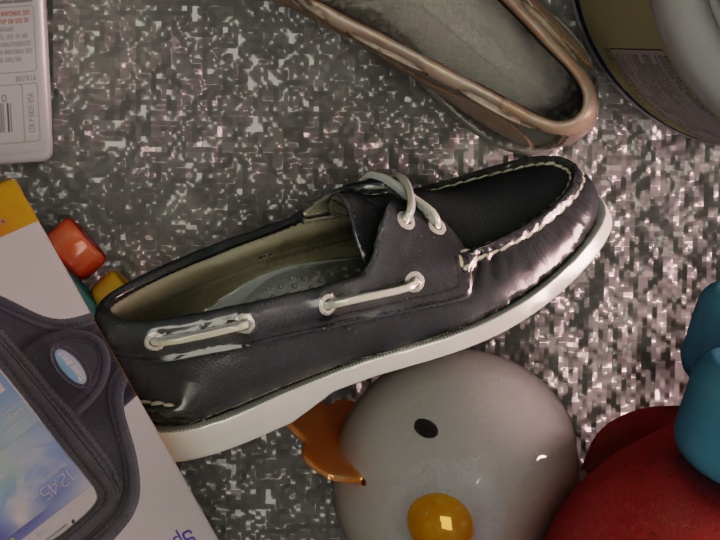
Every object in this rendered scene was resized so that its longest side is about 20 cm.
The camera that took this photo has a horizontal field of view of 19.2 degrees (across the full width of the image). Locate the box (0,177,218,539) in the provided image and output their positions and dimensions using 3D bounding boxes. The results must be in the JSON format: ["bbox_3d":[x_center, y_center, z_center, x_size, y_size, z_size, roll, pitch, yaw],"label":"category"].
[{"bbox_3d":[-0.121,0.080,0.702,0.118,0.042,0.201,-26,75,-27],"label":"box"}]

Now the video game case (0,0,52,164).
[{"bbox_3d":[-0.210,-0.120,0.739,0.198,0.023,0.184,-5,113,-12],"label":"video game case"}]

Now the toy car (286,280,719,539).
[{"bbox_3d":[0.056,0.089,0.758,0.198,0.177,0.186,17,106,6],"label":"toy car"}]

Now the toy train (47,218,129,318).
[{"bbox_3d":[-0.139,0.080,0.786,0.149,0.056,0.202,-2,96,-5],"label":"toy train"}]

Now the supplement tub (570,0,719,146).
[{"bbox_3d":[0.155,-0.111,0.720,0.143,0.200,0.147,-1,96,-5],"label":"supplement tub"}]

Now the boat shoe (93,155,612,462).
[{"bbox_3d":[0.000,0.000,0.764,0.199,0.076,0.061,-28,121,-18],"label":"boat shoe"}]

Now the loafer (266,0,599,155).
[{"bbox_3d":[0.007,-0.113,0.775,0.199,0.063,0.072,34,91,-8],"label":"loafer"}]
